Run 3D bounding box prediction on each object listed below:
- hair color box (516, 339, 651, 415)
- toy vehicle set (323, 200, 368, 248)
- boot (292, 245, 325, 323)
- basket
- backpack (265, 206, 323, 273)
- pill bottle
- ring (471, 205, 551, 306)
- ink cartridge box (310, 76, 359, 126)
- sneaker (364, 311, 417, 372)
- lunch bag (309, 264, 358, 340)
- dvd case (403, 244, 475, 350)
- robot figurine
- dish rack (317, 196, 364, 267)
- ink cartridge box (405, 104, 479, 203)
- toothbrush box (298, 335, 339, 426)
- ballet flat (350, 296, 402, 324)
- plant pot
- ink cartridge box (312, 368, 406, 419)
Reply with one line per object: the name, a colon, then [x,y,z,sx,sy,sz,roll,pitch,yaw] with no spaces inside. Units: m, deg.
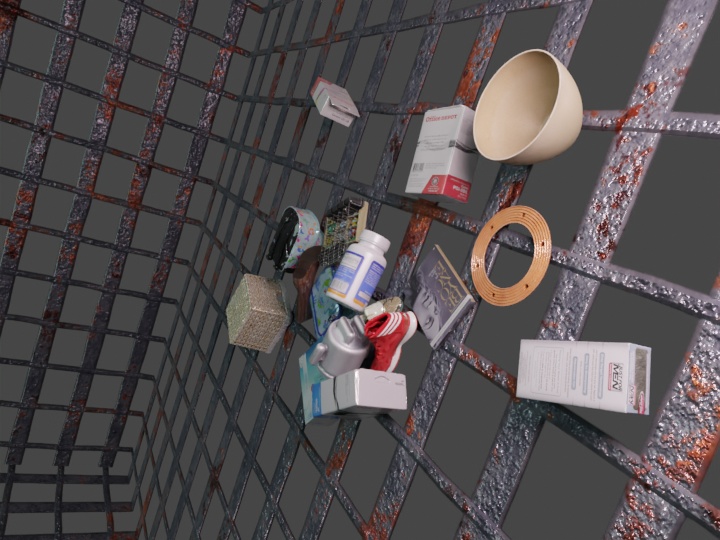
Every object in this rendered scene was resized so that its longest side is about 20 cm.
hair color box: [0.345,0.164,0.860,0.200,0.060,0.100,-9,71,58]
toy vehicle set: [-0.048,-0.130,1.654,0.200,0.026,0.125,-12,68,56]
boot: [-0.157,0.046,1.703,0.187,0.064,0.201,-56,-27,-43]
basket: [-0.359,0.148,1.919,0.200,0.160,0.199,-54,36,28]
backpack: [-0.205,-0.102,1.778,0.178,0.150,0.201,47,125,52]
pill bottle: [0.000,0.000,1.425,0.112,0.112,0.201,14,76,59]
ring: [0.293,-0.028,1.065,0.200,0.019,0.201,-28,56,51]
ink cartridge box: [-0.085,-0.549,1.799,0.068,0.116,0.200,-55,36,29]
sneaker: [0.042,0.171,1.292,0.201,0.115,0.078,-65,32,23]
lunch bag: [-0.081,0.097,1.565,0.161,0.082,0.201,-52,37,39]
dvd case: [0.171,0.058,1.231,0.149,0.016,0.200,-58,36,27]
robot figurine: [-0.044,0.201,1.357,0.113,0.169,0.200,62,140,40]
dish rack: [-0.060,-0.107,1.572,0.153,0.054,0.201,-24,53,54]
ink cartridge box: [0.197,-0.263,1.255,0.147,0.083,0.201,17,93,59]
toothbrush box: [-0.093,0.304,1.493,0.146,0.085,0.201,-45,44,40]
ballet flat: [0.023,0.125,1.385,0.200,0.075,0.068,-41,46,43]
plant pot: [0.326,-0.278,1.002,0.200,0.134,0.201,-31,52,49]
ink cartridge box: [-0.006,0.298,1.293,0.200,0.144,0.085,-32,53,50]
